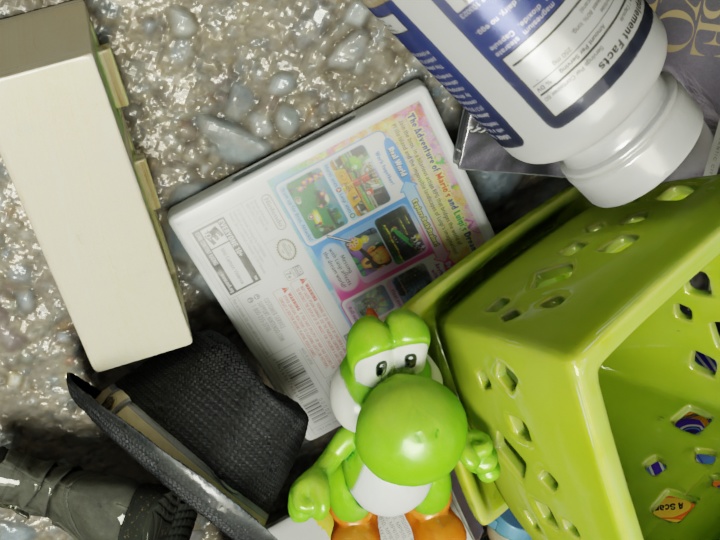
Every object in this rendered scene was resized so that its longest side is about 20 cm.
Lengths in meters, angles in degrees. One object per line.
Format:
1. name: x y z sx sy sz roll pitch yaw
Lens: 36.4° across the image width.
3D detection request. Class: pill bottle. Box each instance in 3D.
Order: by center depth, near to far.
1. pill bottle: 0.095 -0.130 0.601 0.111 0.111 0.200 -42 110 14

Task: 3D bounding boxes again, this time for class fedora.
1. fedora: -0.095 0.099 0.707 0.092 0.201 0.201 -50 129 -12

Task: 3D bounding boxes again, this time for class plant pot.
1. plant pot: 0.150 0.062 0.674 0.199 0.181 0.200 -35 117 -28

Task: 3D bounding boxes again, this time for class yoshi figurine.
1. yoshi figurine: 0.021 0.114 0.641 0.112 0.112 0.200 -45 148 -34

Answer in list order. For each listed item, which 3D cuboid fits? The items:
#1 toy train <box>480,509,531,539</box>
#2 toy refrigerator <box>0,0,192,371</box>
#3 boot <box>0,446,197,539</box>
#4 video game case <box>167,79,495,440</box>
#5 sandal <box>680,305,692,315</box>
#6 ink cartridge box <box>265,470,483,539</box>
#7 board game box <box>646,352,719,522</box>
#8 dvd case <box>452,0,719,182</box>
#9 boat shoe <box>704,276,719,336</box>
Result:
1. toy train: 0.049 0.242 0.913 0.200 0.085 0.116 10 111 -24
2. toy refrigerator: -0.154 -0.045 0.634 0.070 0.076 0.200 -17 128 -6
3. boot: -0.192 0.173 0.787 0.130 0.068 0.200 17 155 6
4. video game case: 0.000 0.000 0.731 0.182 0.024 0.200 -28 118 2
5. sandal: 0.150 0.014 0.802 0.200 0.048 0.075 12 119 -11
6. ink cartridge box: -0.014 0.208 0.816 0.200 0.083 0.145 -28 169 3
7. board game box: 0.260 0.180 0.856 0.200 0.200 0.200 -14 128 -9
8. dvd case: 0.165 -0.129 0.697 0.200 0.016 0.149 2 112 -20
9. boat shoe: 0.282 -0.021 0.782 0.074 0.062 0.200 -7 107 -13
